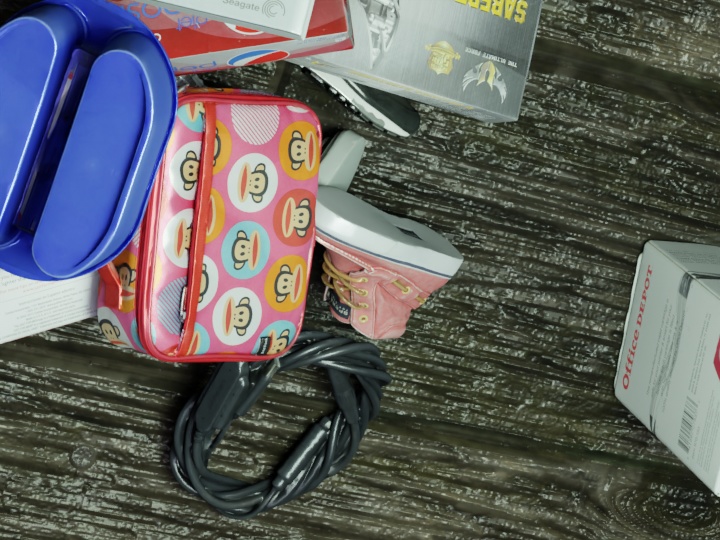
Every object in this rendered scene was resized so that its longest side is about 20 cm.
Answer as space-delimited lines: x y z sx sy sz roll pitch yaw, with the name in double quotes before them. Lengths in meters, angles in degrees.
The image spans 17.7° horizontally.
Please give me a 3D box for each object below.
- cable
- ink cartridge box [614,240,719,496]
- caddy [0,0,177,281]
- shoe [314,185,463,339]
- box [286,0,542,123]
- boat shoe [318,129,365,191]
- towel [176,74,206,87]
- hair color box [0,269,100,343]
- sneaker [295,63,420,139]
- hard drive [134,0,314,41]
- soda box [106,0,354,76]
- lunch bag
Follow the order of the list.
"cable" -0.066 0.122 1.870 0.163 0.051 0.200 6 126 -34
"ink cartridge box" 0.293 0.077 1.875 0.083 0.200 0.146 2 110 -20
"caddy" -0.206 -0.088 1.568 0.141 0.105 0.200 21 98 0
"shoe" 0.000 0.000 1.799 0.091 0.071 0.200 -54 149 11
"box" 0.041 -0.212 1.735 0.200 0.048 0.159 15 83 -26
"boat shoe" -0.073 -0.036 1.802 0.064 0.071 0.200 35 83 12
"towel" -0.193 -0.102 1.737 0.166 0.086 0.200 -42 115 2
"hair color box" -0.247 -0.058 1.657 0.111 0.064 0.200 -16 115 -13
"sneaker" -0.013 -0.183 1.763 0.200 0.076 0.088 39 91 -24
"hard drive" -0.079 -0.272 1.599 0.132 0.027 0.201 14 87 5
"soda box" -0.107 -0.179 1.639 0.199 0.063 0.070 -8 84 3
"lunch bag" -0.119 -0.035 1.669 0.176 0.082 0.201 1 98 -40
